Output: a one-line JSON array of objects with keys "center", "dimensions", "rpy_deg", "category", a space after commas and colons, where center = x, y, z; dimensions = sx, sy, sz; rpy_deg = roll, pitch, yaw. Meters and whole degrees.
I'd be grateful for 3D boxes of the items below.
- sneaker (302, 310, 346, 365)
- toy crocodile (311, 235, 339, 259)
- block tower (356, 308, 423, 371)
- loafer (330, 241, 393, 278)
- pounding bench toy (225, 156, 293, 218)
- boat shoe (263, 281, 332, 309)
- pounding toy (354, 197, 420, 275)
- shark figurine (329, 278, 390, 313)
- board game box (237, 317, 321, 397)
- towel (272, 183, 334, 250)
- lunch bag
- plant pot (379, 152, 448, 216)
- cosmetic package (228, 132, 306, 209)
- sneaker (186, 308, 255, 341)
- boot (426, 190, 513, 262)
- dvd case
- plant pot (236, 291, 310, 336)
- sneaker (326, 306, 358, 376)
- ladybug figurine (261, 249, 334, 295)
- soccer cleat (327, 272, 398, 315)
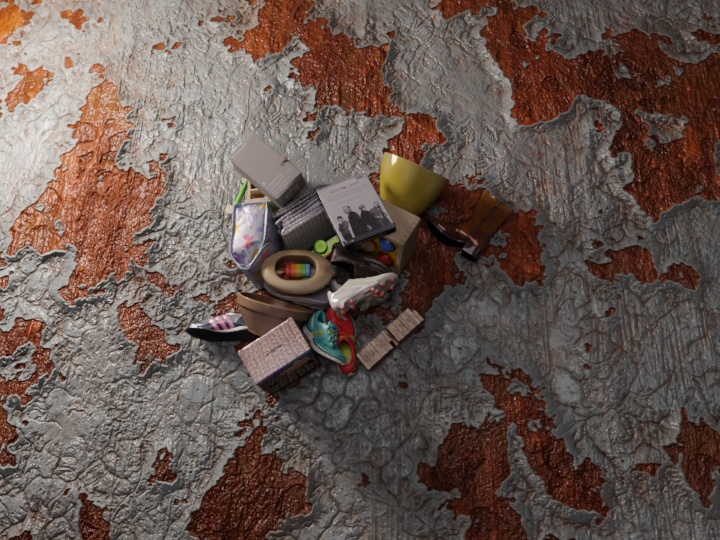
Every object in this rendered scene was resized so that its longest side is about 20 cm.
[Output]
[{"center": [-0.090, 0.172, 1.542], "dimensions": [0.080, 0.077, 0.200], "rpy_deg": [-51, 40, 7], "category": "sneaker"}, {"center": [-0.132, -0.033, 1.692], "dimensions": [0.199, 0.068, 0.062], "rpy_deg": [-33, 77, -5], "category": "toy crocodile"}, {"center": [0.080, 0.186, 1.597], "dimensions": [0.199, 0.058, 0.054], "rpy_deg": [-40, 71, -11], "category": "block tower"}, {"center": [0.000, 0.000, 1.626], "dimensions": [0.198, 0.073, 0.072], "rpy_deg": [27, 58, -1], "category": "loafer"}, {"center": [-0.299, -0.240, 1.752], "dimensions": [0.197, 0.124, 0.158], "rpy_deg": [-6, 69, 3], "category": "pounding bench toy"}, {"center": [-0.172, 0.068, 1.654], "dimensions": [0.197, 0.070, 0.072], "rpy_deg": [12, 54, 2], "category": "boat shoe"}, {"center": [0.041, -0.084, 1.646], "dimensions": [0.198, 0.185, 0.143], "rpy_deg": [28, 62, 15], "category": "pounding toy"}, {"center": [-0.037, 0.071, 1.642], "dimensions": [0.212, 0.090, 0.129], "rpy_deg": [25, 40, 6], "category": "shark figurine"}, {"center": [-0.201, 0.228, 1.530], "dimensions": [0.158, 0.200, 0.097], "rpy_deg": [-33, 70, -6], "category": "board game box"}, {"center": [-0.145, -0.141, 1.680], "dimensions": [0.199, 0.166, 0.086], "rpy_deg": [-34, 67, -9], "category": "towel"}, {"center": [-0.285, -0.065, 1.663], "dimensions": [0.125, 0.170, 0.203], "rpy_deg": [-1, 68, 10], "category": "lunch bag"}, {"center": [0.132, -0.230, 1.690], "dimensions": [0.198, 0.200, 0.143], "rpy_deg": [25, 99, 14], "category": "plant pot"}, {"center": [-0.258, -0.275, 1.649], "dimensions": [0.199, 0.090, 0.107], "rpy_deg": [39, 80, 14], "category": "cosmetic package"}, {"center": [-0.383, 0.149, 1.657], "dimensions": [0.197, 0.071, 0.083], "rpy_deg": [1, 53, 3], "category": "sneaker"}, {"center": [0.310, -0.154, 1.692], "dimensions": [0.187, 0.069, 0.201], "rpy_deg": [33, 75, 16], "category": "boot"}, {"center": [-0.014, -0.160, 1.568], "dimensions": [0.149, 0.025, 0.201], "rpy_deg": [-20, 60, -11], "category": "dvd case"}, {"center": [-0.239, 0.127, 1.585], "dimensions": [0.198, 0.201, 0.094], "rpy_deg": [15, 91, 10], "category": "plant pot"}, {"center": [-0.044, 0.181, 1.593], "dimensions": [0.076, 0.085, 0.202], "rpy_deg": [-15, 70, -2], "category": "sneaker"}, {"center": [-0.168, 0.012, 1.606], "dimensions": [0.197, 0.072, 0.137], "rpy_deg": [4, 55, -4], "category": "ladybug figurine"}, {"center": [0.007, 0.044, 1.567], "dimensions": [0.198, 0.070, 0.078], "rpy_deg": [-25, 57, -16], "category": "soccer cleat"}]
